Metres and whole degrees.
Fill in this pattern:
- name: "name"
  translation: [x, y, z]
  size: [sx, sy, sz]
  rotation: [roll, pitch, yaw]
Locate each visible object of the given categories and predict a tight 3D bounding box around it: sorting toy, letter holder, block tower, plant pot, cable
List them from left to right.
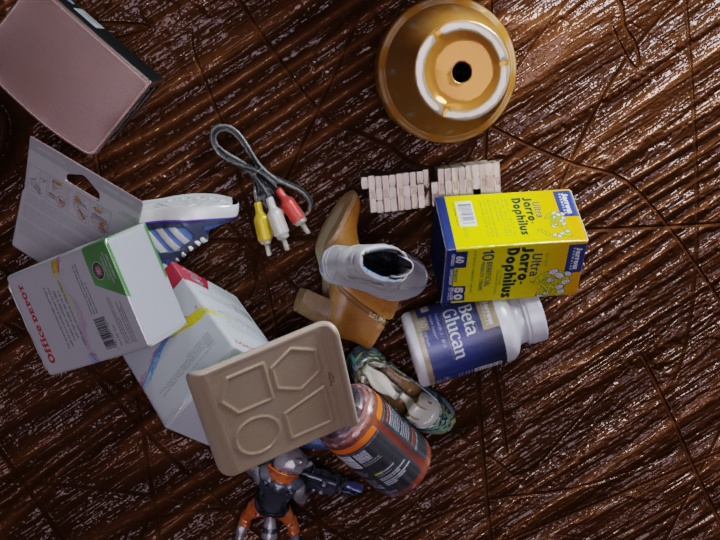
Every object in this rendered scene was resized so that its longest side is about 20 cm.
- name: "letter holder"
  translation: [-0.393, -0.269, 1.370]
  size: [0.199, 0.101, 0.142]
  rotation: [40, 98, -9]
- name: "cable"
  translation: [-0.137, -0.127, 1.435]
  size: [0.096, 0.050, 0.202]
  rotation: [-28, 102, 1]
- name: "sorting toy"
  translation: [-0.111, 0.164, 1.307]
  size: [0.198, 0.037, 0.187]
  rotation: [-19, 127, -10]
- name: "block tower"
  translation: [0.099, -0.120, 1.449]
  size: [0.197, 0.054, 0.059]
  rotation: [-5, 101, -2]
- name: "plant pot"
  translation: [0.122, -0.268, 1.355]
  size: [0.197, 0.183, 0.203]
  rotation: [-1, 101, -3]

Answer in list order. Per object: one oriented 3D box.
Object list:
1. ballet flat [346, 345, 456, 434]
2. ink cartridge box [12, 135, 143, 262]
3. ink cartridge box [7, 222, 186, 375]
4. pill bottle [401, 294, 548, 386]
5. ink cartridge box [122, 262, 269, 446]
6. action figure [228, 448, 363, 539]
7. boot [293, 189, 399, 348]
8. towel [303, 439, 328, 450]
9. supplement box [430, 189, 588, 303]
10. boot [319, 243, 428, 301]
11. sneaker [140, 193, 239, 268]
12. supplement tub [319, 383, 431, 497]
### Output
- name: "ballet flat"
  translation: [0.061, 0.188, 1.499]
  size: [0.199, 0.074, 0.075]
  rotation: [34, 97, -9]
- name: "ink cartridge box"
  translation: [-0.376, -0.067, 1.375]
  size: [0.198, 0.045, 0.178]
  rotation: [30, 119, 15]
- name: "ink cartridge box"
  translation: [-0.347, 0.040, 1.323]
  size: [0.198, 0.084, 0.147]
  rotation: [-16, 100, 32]
- name: "pill bottle"
  translation: [0.166, 0.088, 1.464]
  size: [0.197, 0.111, 0.113]
  rotation: [-17, 102, 0]
- name: "ink cartridge box"
  translation: [-0.215, 0.120, 1.382]
  size: [0.145, 0.200, 0.145]
  rotation: [-49, 138, 6]
- name: "action figure"
  translation: [-0.100, 0.345, 1.496]
  size: [0.197, 0.105, 0.196]
  rotation: [12, 117, 0]
- name: "boot"
  translation: [0.000, 0.001, 1.469]
  size: [0.143, 0.071, 0.203]
  rotation: [23, 90, -20]
- name: "towel"
  translation: [-0.131, 0.199, 1.501]
  size: [0.197, 0.049, 0.113]
  rotation: [11, 100, -5]
- name: "supplement box"
  translation: [0.204, -0.034, 1.420]
  size: [0.197, 0.110, 0.110]
  rotation: [-4, 136, -4]
- name: "boot"
  translation: [0.044, 0.003, 1.403]
  size: [0.198, 0.095, 0.075]
  rotation: [6, 85, -41]
- name: "sneaker"
  translation: [-0.265, -0.025, 1.440]
  size: [0.197, 0.081, 0.149]
  rotation: [-6, 109, -5]
- name: "supplement tub"
  translation: [0.010, 0.235, 1.455]
  size: [0.107, 0.107, 0.200]
  rotation: [-41, 123, 5]
